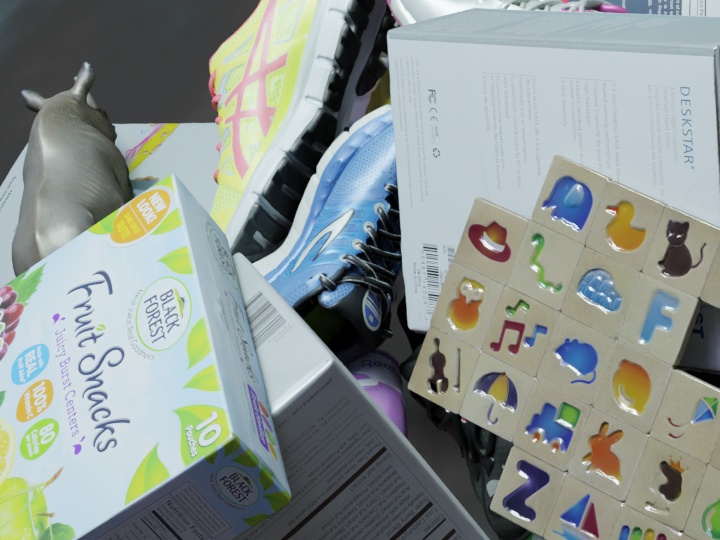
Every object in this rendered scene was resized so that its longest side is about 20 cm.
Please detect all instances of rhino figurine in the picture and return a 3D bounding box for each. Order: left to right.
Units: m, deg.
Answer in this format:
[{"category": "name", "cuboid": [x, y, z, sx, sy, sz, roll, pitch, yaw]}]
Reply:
[{"category": "rhino figurine", "cuboid": [-0.150, -0.042, 1.552, 0.060, 0.088, 0.201, -26, 40, 18]}]

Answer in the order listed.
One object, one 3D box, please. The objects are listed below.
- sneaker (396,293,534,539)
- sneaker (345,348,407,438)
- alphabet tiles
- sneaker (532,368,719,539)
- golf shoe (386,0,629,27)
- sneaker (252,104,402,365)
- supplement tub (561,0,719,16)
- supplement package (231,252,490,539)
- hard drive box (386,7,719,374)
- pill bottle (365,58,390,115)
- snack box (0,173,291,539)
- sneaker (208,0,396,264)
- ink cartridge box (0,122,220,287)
[{"category": "sneaker", "cuboid": [0.061, 0.073, 1.485, 0.077, 0.083, 0.200, -54, 29, 15]}, {"category": "sneaker", "cuboid": [-0.043, 0.116, 1.537, 0.200, 0.073, 0.115, -38, 29, 30]}, {"category": "alphabet tiles", "cuboid": [0.114, 0.048, 1.333, 0.199, 0.008, 0.168, 26, 102, 34]}, {"category": "sneaker", "cuboid": [0.165, 0.122, 1.353, 0.146, 0.081, 0.201, -14, 37, 38]}, {"category": "golf shoe", "cuboid": [0.102, -0.115, 1.492, 0.075, 0.200, 0.092, -35, -20, -55]}, {"category": "sneaker", "cuboid": [0.000, 0.000, 1.484, 0.200, 0.078, 0.089, -52, 36, 1]}, {"category": "supplement tub", "cuboid": [0.205, -0.131, 1.534, 0.199, 0.140, 0.141, 0, 52, 41]}, {"category": "supplement package", "cuboid": [-0.026, 0.115, 1.360, 0.120, 0.200, 0.121, -41, 35, -3]}, {"category": "hard drive box", "cuboid": [0.115, -0.042, 1.395, 0.199, 0.157, 0.077, 8, 18, 41]}, {"category": "pill bottle", "cuboid": [0.050, -0.083, 1.629, 0.104, 0.104, 0.200, -33, 18, 9]}, {"category": "snack box", "cuboid": [-0.114, 0.062, 1.278, 0.142, 0.053, 0.200, -32, 36, 10]}, {"category": "sneaker", "cuboid": [-0.049, -0.081, 1.550, 0.090, 0.078, 0.201, 18, 80, 29]}, {"category": "ink cartridge box", "cuboid": [-0.112, 0.013, 1.659, 0.199, 0.145, 0.145, 3, 54, 42]}]
